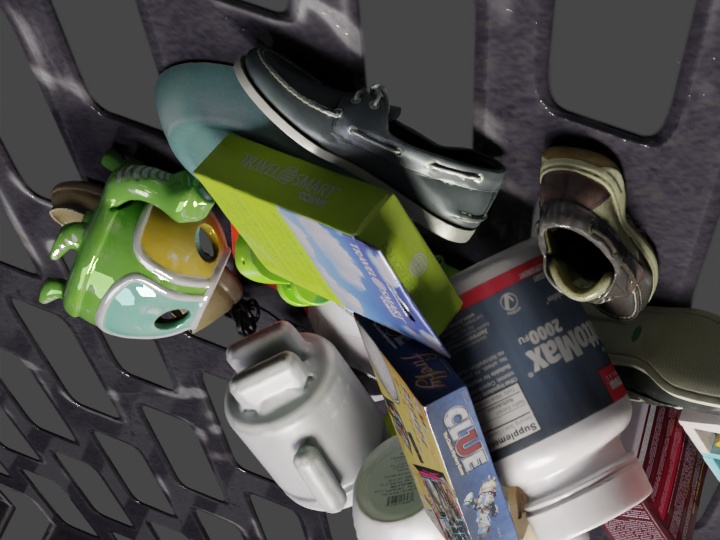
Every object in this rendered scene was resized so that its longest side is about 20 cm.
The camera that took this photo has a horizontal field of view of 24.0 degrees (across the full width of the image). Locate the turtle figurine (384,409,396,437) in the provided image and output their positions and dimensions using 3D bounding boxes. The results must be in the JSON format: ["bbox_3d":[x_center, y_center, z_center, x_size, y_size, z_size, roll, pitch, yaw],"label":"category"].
[{"bbox_3d":[0.095,0.148,1.516,0.200,0.065,0.161,-13,156,38],"label":"turtle figurine"}]

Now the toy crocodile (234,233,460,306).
[{"bbox_3d":[0.000,0.000,1.321,0.199,0.062,0.067,5,177,-13],"label":"toy crocodile"}]

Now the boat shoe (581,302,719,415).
[{"bbox_3d":[0.231,0.070,1.255,0.200,0.072,0.068,15,154,45],"label":"boat shoe"}]

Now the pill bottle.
[{"bbox_3d":[0.126,0.088,1.220,0.200,0.119,0.120,63,158,4],"label":"pill bottle"}]

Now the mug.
[{"bbox_3d":[0.095,0.217,1.415,0.200,0.148,0.175,-4,142,34],"label":"mug"}]

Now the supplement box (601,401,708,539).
[{"bbox_3d":[0.234,0.161,1.419,0.061,0.109,0.200,3,151,29],"label":"supplement box"}]

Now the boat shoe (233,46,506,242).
[{"bbox_3d":[0.009,-0.098,1.139,0.200,0.073,0.062,35,115,-8],"label":"boat shoe"}]

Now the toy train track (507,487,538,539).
[{"bbox_3d":[0.127,0.109,1.308,0.032,0.201,0.115,-19,156,36],"label":"toy train track"}]

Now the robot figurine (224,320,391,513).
[{"bbox_3d":[-0.043,0.134,1.489,0.113,0.170,0.200,-23,129,14],"label":"robot figurine"}]

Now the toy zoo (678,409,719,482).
[{"bbox_3d":[0.348,0.159,1.417,0.131,0.021,0.200,10,156,34],"label":"toy zoo"}]

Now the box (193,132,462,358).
[{"bbox_3d":[-0.017,-0.020,1.167,0.200,0.048,0.122,24,157,45],"label":"box"}]

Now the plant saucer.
[{"bbox_3d":[-0.070,-0.083,1.270,0.200,0.036,0.200,22,159,9],"label":"plant saucer"}]

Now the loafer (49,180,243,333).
[{"bbox_3d":[-0.202,-0.012,1.524,0.200,0.068,0.076,29,160,9],"label":"loafer"}]

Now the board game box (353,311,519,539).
[{"bbox_3d":[0.061,0.131,1.212,0.136,0.035,0.200,51,164,56],"label":"board game box"}]

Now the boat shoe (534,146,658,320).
[{"bbox_3d":[0.154,-0.010,1.153,0.072,0.066,0.201,14,157,25],"label":"boat shoe"}]

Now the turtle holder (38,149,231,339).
[{"bbox_3d":[-0.174,-0.027,1.410,0.131,0.141,0.186,25,115,-3],"label":"turtle holder"}]

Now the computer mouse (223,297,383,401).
[{"bbox_3d":[-0.049,0.081,1.603,0.200,0.044,0.110,31,177,-21],"label":"computer mouse"}]

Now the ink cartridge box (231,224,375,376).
[{"bbox_3d":[-0.026,0.029,1.457,0.199,0.057,0.163,18,160,4],"label":"ink cartridge box"}]
